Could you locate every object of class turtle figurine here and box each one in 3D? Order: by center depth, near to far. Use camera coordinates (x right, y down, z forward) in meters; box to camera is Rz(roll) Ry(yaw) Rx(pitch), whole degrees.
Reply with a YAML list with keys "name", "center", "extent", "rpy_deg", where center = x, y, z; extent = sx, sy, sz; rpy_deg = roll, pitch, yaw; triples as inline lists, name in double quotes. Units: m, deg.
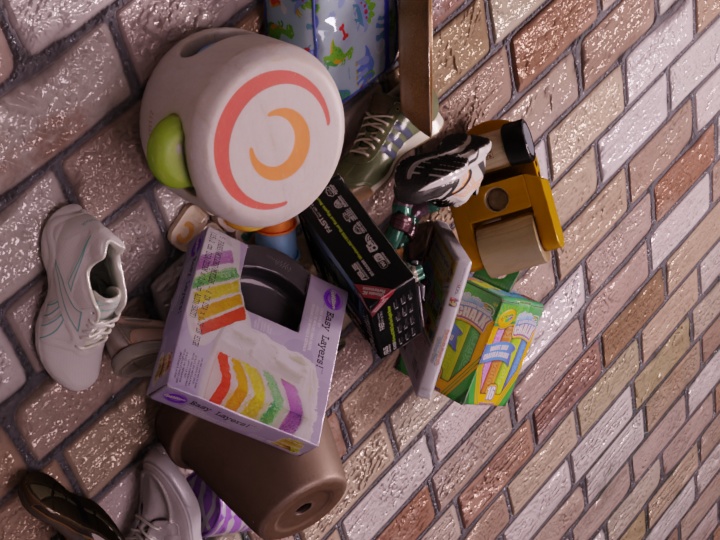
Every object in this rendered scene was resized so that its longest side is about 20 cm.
- name: "turtle figurine"
  center: [0.044, -0.002, 1.729]
  extent: [0.150, 0.100, 0.201]
  rpy_deg: [112, -6, -82]

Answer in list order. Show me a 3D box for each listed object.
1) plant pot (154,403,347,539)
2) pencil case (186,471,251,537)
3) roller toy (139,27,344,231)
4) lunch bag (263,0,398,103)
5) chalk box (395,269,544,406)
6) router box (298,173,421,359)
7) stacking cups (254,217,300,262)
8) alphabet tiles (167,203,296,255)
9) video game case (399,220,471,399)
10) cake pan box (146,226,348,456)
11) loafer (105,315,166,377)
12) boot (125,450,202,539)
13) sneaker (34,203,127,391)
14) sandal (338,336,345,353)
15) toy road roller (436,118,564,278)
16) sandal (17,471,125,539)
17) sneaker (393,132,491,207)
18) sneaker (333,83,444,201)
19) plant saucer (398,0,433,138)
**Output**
- name: "plant pot"
  center: [-0.102, 0.196, 1.545]
  extent: [0.200, 0.175, 0.201]
  rpy_deg: [-28, 152, -16]
- name: "pencil case"
  center: [-0.128, 0.272, 1.694]
  extent: [0.200, 0.084, 0.086]
  rpy_deg: [-2, 107, -51]
- name: "roller toy"
  center: [-0.120, -0.144, 1.389]
  extent: [0.200, 0.140, 0.183]
  rpy_deg: [32, 86, -41]
- name: "lunch bag"
  center: [-0.026, -0.285, 1.481]
  extent: [0.161, 0.082, 0.201]
  rpy_deg: [-38, 139, -40]
- name: "chalk box"
  center: [0.159, 0.071, 1.909]
  extent: [0.124, 0.125, 0.201]
  rpy_deg: [9, 103, -54]
- name: "router box"
  center: [0.000, 0.000, 1.576]
  extent: [0.062, 0.150, 0.200]
  rpy_deg: [-33, 160, -8]
- name: "stacking cups"
  center: [-0.093, -0.036, 1.552]
  extent: [0.060, 0.060, 0.201]
  rpy_deg: [-28, 128, -40]
- name: "alphabet tiles"
  center: [-0.128, -0.089, 1.529]
  extent: [0.196, 0.015, 0.200]
  rpy_deg: [-57, 145, -10]
- name: "video game case"
  center: [0.092, 0.046, 1.777]
  extent: [0.200, 0.023, 0.183]
  rpy_deg: [-107, -148, -74]
- name: "cake pan box"
  center: [-0.112, 0.073, 1.463]
  extent: [0.184, 0.052, 0.201]
  rpy_deg: [28, 56, -24]
- name: "loafer"
  center: [-0.197, 0.074, 1.503]
  extent: [0.072, 0.063, 0.200]
  rpy_deg: [-39, 158, 27]
- name: "boot"
  center: [-0.235, 0.304, 1.586]
  extent: [0.095, 0.073, 0.201]
  rpy_deg: [-37, 135, -33]
- name: "sneaker"
  center: [-0.272, 0.039, 1.367]
  extent: [0.070, 0.080, 0.201]
  rpy_deg: [-26, 131, -44]
- name: "sandal"
  center: [-0.086, 0.093, 1.665]
  extent: [0.080, 0.057, 0.201]
  rpy_deg: [-42, 164, 15]
- name: "toy road roller"
  center: [0.190, -0.097, 1.805]
  extent: [0.146, 0.122, 0.201]
  rpy_deg: [-1, 76, -71]
- name: "sandal"
  center: [-0.304, 0.282, 1.483]
  extent: [0.055, 0.082, 0.200]
  rpy_deg: [-40, 138, 3]
- name: "sneaker"
  center: [0.101, -0.104, 1.659]
  extent: [0.200, 0.073, 0.080]
  rpy_deg: [-30, 130, -54]
- name: "sneaker"
  center: [0.022, -0.167, 1.635]
  extent: [0.200, 0.067, 0.090]
  rpy_deg: [-43, 136, -33]
- name: "plant saucer"
  center: [0.062, -0.248, 1.550]
  extent: [0.200, 0.035, 0.201]
  rpy_deg: [0, 90, -86]
